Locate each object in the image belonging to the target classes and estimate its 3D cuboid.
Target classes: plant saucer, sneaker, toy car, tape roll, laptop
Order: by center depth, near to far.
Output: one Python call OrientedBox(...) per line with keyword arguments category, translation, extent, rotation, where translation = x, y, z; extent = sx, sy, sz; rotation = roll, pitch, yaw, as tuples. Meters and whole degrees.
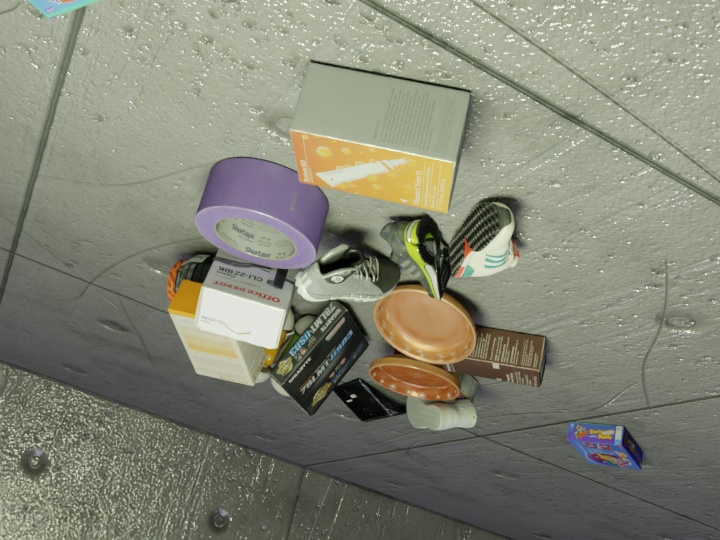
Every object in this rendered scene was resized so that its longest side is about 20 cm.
OrientedBox(category="sneaker", translation=(0.198, -0.044, 1.257), extent=(0.091, 0.072, 0.200), rotation=(1, 158, -14))
OrientedBox(category="tape roll", translation=(-0.152, -0.085, 1.340), extent=(0.195, 0.087, 0.201), rotation=(13, 158, 5))
OrientedBox(category="sneaker", translation=(0.093, -0.022, 1.365), extent=(0.080, 0.075, 0.201), rotation=(13, 153, 29))
OrientedBox(category="sneaker", translation=(0.000, 0.000, 1.394), extent=(0.196, 0.076, 0.116), rotation=(-9, 159, -31))
OrientedBox(category="plant saucer", translation=(0.121, 0.094, 1.579), extent=(0.196, 0.038, 0.202), rotation=(16, 140, 14))
OrientedBox(category="plant saucer", translation=(0.115, 0.223, 1.805), extent=(0.196, 0.033, 0.201), rotation=(13, 157, 6))
OrientedBox(category="toy car", translation=(-0.172, 0.155, 1.844), extent=(0.197, 0.178, 0.150), rotation=(24, -169, -21))
OrientedBox(category="sneaker", translation=(0.184, 0.317, 1.919), extent=(0.113, 0.076, 0.199), rotation=(2, -177, -21))
OrientedBox(category="laptop", translation=(0.051, 0.338, 2.280), extent=(0.200, 0.103, 0.177), rotation=(47, 150, -7))

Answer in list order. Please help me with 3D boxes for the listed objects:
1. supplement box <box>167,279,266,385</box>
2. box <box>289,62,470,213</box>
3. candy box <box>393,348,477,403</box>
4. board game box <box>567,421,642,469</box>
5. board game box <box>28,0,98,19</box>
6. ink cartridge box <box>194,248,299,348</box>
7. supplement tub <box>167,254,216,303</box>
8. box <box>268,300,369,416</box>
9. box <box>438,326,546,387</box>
OrientedBox(category="supplement box", translation=(-0.256, 0.115, 1.563), extent=(0.123, 0.074, 0.202), rotation=(10, 142, 16))
OrientedBox(category="box", translation=(0.024, -0.159, 1.040), extent=(0.195, 0.099, 0.125), rotation=(12, 158, 8))
OrientedBox(category="candy box", translation=(0.165, 0.233, 1.905), extent=(0.115, 0.058, 0.200), rotation=(-2, 150, 35))
OrientedBox(category="board game box", translation=(0.596, 0.426, 2.089), extent=(0.132, 0.046, 0.200), rotation=(0, 153, 32))
OrientedBox(category="board game box", translation=(-0.349, -0.357, 0.890), extent=(0.150, 0.046, 0.200), rotation=(-2, 151, 35))
OrientedBox(category="ink cartridge box", translation=(-0.181, 0.023, 1.442), extent=(0.141, 0.202, 0.085), rotation=(16, 125, -3))
OrientedBox(category="supplement tub", translation=(-0.259, 0.036, 1.634), extent=(0.196, 0.125, 0.123), rotation=(6, 156, 21))
OrientedBox(category="box", translation=(-0.080, 0.181, 1.764), extent=(0.049, 0.201, 0.199), rotation=(35, 167, 26))
OrientedBox(category="box", translation=(0.256, 0.162, 1.665), extent=(0.196, 0.076, 0.100), rotation=(9, 157, 18))
